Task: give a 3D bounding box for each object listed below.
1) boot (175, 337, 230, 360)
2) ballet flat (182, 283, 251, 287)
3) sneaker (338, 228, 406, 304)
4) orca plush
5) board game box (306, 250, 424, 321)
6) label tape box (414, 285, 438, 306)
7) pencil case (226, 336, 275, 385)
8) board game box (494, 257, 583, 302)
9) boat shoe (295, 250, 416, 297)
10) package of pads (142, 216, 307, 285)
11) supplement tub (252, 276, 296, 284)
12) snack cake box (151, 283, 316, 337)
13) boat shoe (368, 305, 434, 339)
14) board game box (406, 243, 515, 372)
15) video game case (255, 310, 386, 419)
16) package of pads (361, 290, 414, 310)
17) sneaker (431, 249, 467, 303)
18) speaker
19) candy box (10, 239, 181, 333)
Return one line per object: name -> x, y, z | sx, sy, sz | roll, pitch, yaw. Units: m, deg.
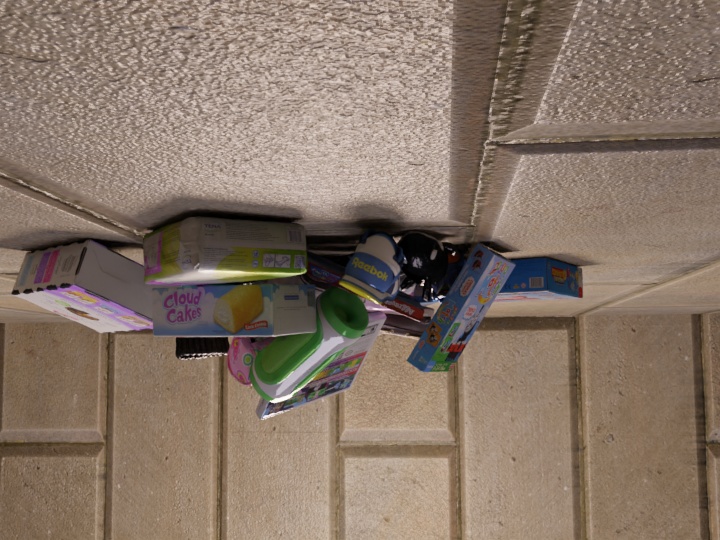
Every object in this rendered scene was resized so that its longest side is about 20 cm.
boot -> -0.338, 0.081, 1.676 | 0.206, 0.162, 0.079 | 1, 174, -15
ballet flat -> -0.227, -0.001, 1.380 | 0.197, 0.077, 0.064 | 2, -150, 33
sneaker -> 0.025, -0.008, 1.202 | 0.073, 0.084, 0.200 | 23, -175, 2
orca plush -> 0.078, 0.009, 1.297 | 0.103, 0.073, 0.200 | 4, 165, -8
board game box -> -0.008, 0.017, 1.301 | 0.197, 0.020, 0.103 | 23, -172, -6
label tape box -> 0.063, 0.033, 1.713 | 0.140, 0.068, 0.200 | 1, 176, -7
pencil case -> -0.123, 0.127, 1.520 | 0.198, 0.089, 0.087 | -11, -178, -42
board game box -> 0.271, 0.020, 1.647 | 0.196, 0.057, 0.195 | -4, 173, 30
boat shoe -> 0.000, 0.000, 1.393 | 0.196, 0.073, 0.069 | 0, 136, -19
package of pads -> -0.176, -0.022, 1.151 | 0.152, 0.070, 0.199 | 2, 174, -32
supplement tub -> -0.179, 0.038, 1.439 | 0.197, 0.126, 0.122 | -1, 175, 36
snack cake box -> -0.170, 0.054, 1.253 | 0.196, 0.069, 0.114 | -3, 179, 27
boat shoe -> 0.031, 0.088, 1.608 | 0.195, 0.061, 0.072 | 4, -174, -12
board game box -> 0.156, 0.061, 1.412 | 0.036, 0.202, 0.151 | 32, -173, 21
video game case -> -0.065, 0.152, 1.512 | 0.197, 0.023, 0.184 | -14, 142, -40
package of pads -> -0.014, 0.024, 1.523 | 0.195, 0.078, 0.120 | 1, -178, -6
sneaker -> 0.135, 0.016, 1.486 | 0.074, 0.080, 0.200 | -1, 174, 11
speaker -> -0.076, 0.108, 1.329 | 0.087, 0.090, 0.200 | 5, 141, -46
candy box -> -0.391, 0.028, 1.372 | 0.198, 0.073, 0.167 | -6, 153, 44
